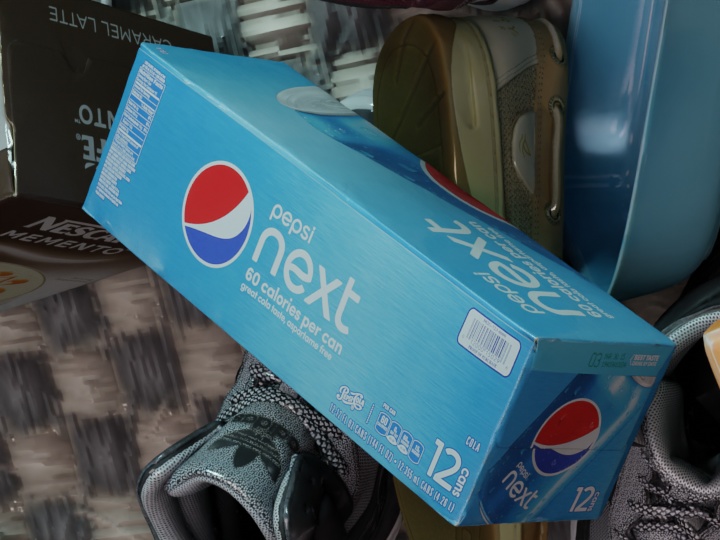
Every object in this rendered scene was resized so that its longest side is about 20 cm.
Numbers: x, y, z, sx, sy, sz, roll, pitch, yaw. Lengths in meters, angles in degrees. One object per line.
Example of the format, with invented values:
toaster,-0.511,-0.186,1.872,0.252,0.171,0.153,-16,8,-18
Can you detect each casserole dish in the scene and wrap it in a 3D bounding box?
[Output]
casserole dish,0.098,-0.082,0.793,0.039,0.121,0.201,2,116,-8

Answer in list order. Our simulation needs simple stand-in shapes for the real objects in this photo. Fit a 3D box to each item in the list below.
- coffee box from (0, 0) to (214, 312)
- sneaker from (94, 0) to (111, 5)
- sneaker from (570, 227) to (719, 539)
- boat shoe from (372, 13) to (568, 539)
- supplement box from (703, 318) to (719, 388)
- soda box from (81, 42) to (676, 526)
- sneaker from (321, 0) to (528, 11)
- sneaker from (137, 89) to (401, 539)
coffee box,-0.159,-0.033,0.903,0.200,0.114,0.080,-17,73,37
sneaker,-0.181,-0.142,0.921,0.200,0.082,0.075,43,118,3
sneaker,0.110,0.067,0.824,0.075,0.114,0.201,26,113,11
boat shoe,0.047,0.014,0.825,0.073,0.063,0.201,-14,80,61
supplement box,0.166,0.092,0.689,0.069,0.067,0.201,-18,97,25
soda box,0.000,0.000,0.769,0.200,0.068,0.064,39,114,39
sneaker,-0.030,-0.150,0.830,0.200,0.115,0.076,31,115,14
sneaker,-0.018,0.040,0.872,0.075,0.114,0.201,19,112,19
